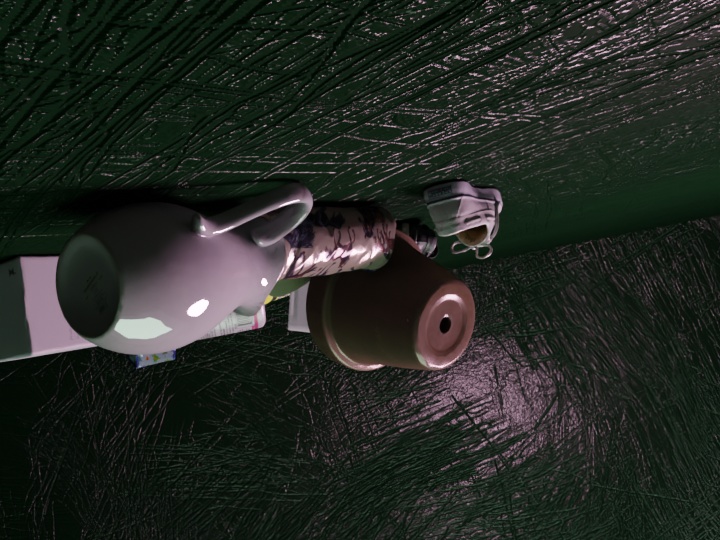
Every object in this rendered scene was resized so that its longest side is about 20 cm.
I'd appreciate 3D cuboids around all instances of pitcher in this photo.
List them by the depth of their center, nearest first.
[{"bbox_3d":[-0.139,-0.014,0.563,0.172,0.122,0.199,-47,162,26],"label":"pitcher"}]

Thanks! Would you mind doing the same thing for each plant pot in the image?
[{"bbox_3d":[0.054,0.049,0.864,0.197,0.205,0.173,-8,-165,-39],"label":"plant pot"}]

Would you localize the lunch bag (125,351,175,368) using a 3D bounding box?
[{"bbox_3d":[-0.832,0.273,2.556,0.167,0.130,0.198,-7,-156,-40],"label":"lunch bag"}]

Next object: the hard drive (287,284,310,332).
[{"bbox_3d":[-0.010,0.036,1.007,0.195,0.135,0.026,6,-165,0],"label":"hard drive"}]

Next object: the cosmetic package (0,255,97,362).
[{"bbox_3d":[-0.317,0.038,0.763,0.070,0.104,0.199,-12,176,29],"label":"cosmetic package"}]

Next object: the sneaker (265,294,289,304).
[{"bbox_3d":[-0.154,0.015,1.226,0.075,0.077,0.200,-20,-176,23],"label":"sneaker"}]

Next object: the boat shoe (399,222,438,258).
[{"bbox_3d":[0.097,-0.037,1.083,0.064,0.076,0.200,1,167,3],"label":"boat shoe"}]

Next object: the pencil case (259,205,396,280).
[{"bbox_3d":[-0.048,-0.029,0.733,0.198,0.079,0.089,-8,153,-47],"label":"pencil case"}]

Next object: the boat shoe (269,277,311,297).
[{"bbox_3d":[-0.057,-0.026,0.921,0.198,0.075,0.063,-20,-144,-22],"label":"boat shoe"}]

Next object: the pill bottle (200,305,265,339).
[{"bbox_3d":[-0.244,0.044,0.964,0.195,0.116,0.113,-10,176,-13],"label":"pill bottle"}]

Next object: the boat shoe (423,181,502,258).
[{"bbox_3d":[0.138,-0.056,0.820,0.073,0.088,0.201,-12,176,23],"label":"boat shoe"}]
